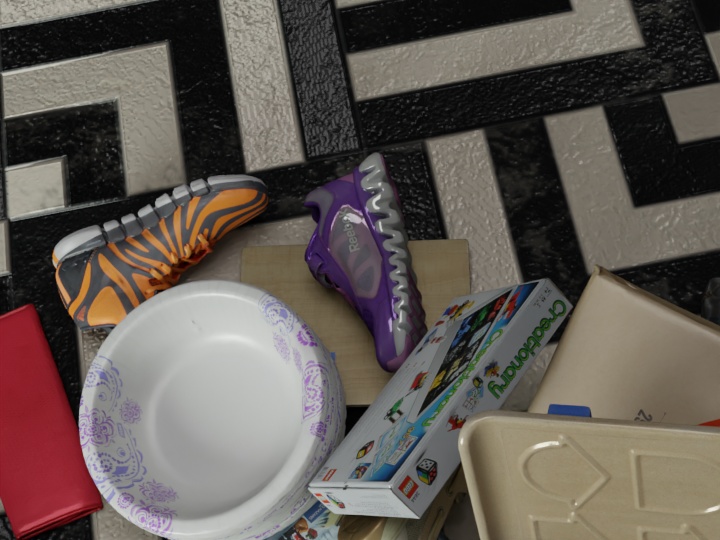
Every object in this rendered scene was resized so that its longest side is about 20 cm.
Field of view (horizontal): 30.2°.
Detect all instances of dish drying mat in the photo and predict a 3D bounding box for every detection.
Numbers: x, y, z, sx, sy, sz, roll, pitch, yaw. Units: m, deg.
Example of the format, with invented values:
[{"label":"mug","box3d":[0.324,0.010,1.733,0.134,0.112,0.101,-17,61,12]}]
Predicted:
[{"label":"dish drying mat","box3d":[-0.280,0.124,1.115,0.077,0.018,0.200,-23,62,-7]}]

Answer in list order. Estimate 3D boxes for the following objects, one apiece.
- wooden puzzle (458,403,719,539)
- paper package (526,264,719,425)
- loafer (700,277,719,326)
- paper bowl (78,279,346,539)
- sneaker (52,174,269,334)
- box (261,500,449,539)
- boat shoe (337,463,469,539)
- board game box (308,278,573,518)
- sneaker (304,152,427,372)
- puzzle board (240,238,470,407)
[{"label":"wooden puzzle","box3d":[0.175,0.147,0.868,0.200,0.185,0.046,-1,46,15]},{"label":"paper package","box3d":[0.219,0.127,0.976,0.190,0.103,0.200,26,95,18]},{"label":"loafer","box3d":[0.373,0.035,1.071,0.199,0.073,0.072,1,60,5]},{"label":"paper bowl","box3d":[-0.109,0.115,1.042,0.200,0.104,0.201,-6,69,15]},{"label":"sneaker","box3d":[-0.159,-0.001,1.144,0.200,0.078,0.112,-24,67,5]},{"label":"box","box3d":[-0.025,0.253,1.011,0.200,0.040,0.137,-40,67,-15]},{"label":"boat shoe","box3d":[0.053,0.151,1.011,0.065,0.072,0.200,47,46,-16]},{"label":"board game box","box3d":[0.057,0.092,0.968,0.035,0.126,0.200,47,65,-15]},{"label":"sneaker","box3d":[0.000,0.000,1.106,0.088,0.081,0.200,-15,58,5]},{"label":"puzzle board","box3d":[-0.005,0.046,1.131,0.200,0.017,0.151,-2,64,5]}]
